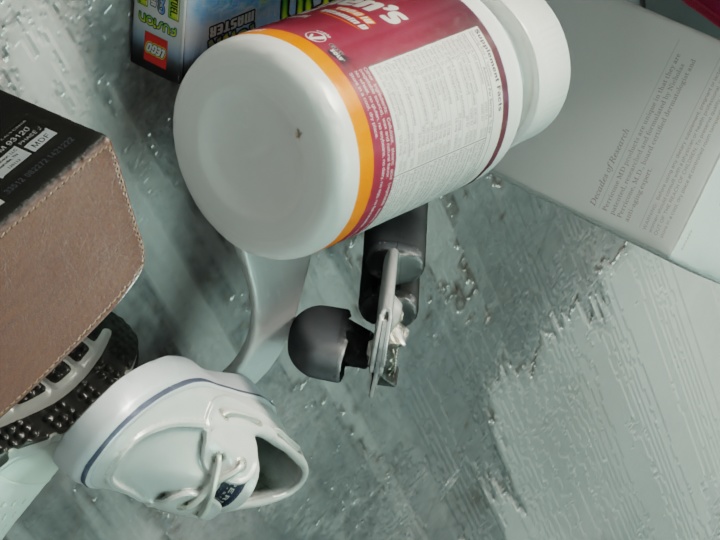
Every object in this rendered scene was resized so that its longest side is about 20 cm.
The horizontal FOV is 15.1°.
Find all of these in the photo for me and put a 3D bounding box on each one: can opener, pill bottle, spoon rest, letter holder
[{"bbox_3d":[0.000,0.000,1.440,0.200,0.067,0.053,-85,-176,-63],"label":"can opener"},{"bbox_3d":[0.011,-0.083,1.338,0.200,0.109,0.110,-25,132,-47],"label":"pill bottle"},{"bbox_3d":[-0.053,-0.020,1.400,0.099,0.061,0.200,-6,118,-54],"label":"spoon rest"},{"bbox_3d":[-0.193,0.037,1.190,0.200,0.100,0.142,-43,138,-29],"label":"letter holder"}]

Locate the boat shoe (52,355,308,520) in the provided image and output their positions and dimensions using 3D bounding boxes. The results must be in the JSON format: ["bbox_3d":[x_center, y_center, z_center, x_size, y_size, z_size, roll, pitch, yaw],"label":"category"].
[{"bbox_3d":[-0.078,0.087,1.322,0.074,0.065,0.200,-51,162,16],"label":"boat shoe"}]

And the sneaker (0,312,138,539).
[{"bbox_3d":[-0.185,0.092,1.300,0.200,0.074,0.080,-43,161,-25],"label":"sneaker"}]

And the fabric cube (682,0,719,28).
[{"bbox_3d":[0.238,-0.250,1.456,0.200,0.196,0.200,-56,-175,-10],"label":"fabric cube"}]

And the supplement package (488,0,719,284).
[{"bbox_3d":[0.137,-0.085,1.492,0.117,0.200,0.118,19,97,-58],"label":"supplement package"}]

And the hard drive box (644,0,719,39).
[{"bbox_3d":[0.247,-0.204,1.681,0.156,0.077,0.200,-49,145,-22],"label":"hard drive box"}]

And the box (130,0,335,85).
[{"bbox_3d":[-0.030,-0.174,1.344,0.200,0.035,0.110,-28,134,-43],"label":"box"}]
